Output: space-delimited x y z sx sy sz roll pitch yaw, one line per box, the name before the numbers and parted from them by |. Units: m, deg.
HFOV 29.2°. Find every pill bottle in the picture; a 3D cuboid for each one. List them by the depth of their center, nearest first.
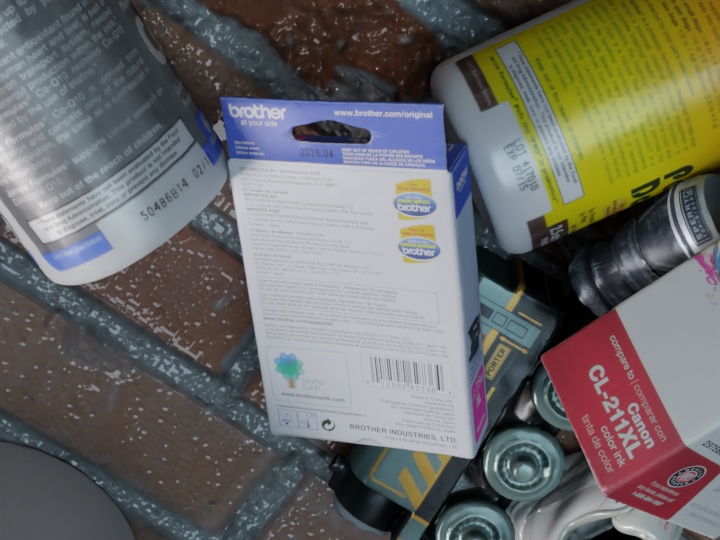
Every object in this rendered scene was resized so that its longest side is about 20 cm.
pill bottle | -0.159 -0.103 0.668 0.113 0.114 0.201 -30 112 4
pill bottle | 0.144 -0.095 0.715 0.199 0.109 0.110 -24 112 2

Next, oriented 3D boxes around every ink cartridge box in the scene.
ink cartridge box | 0.213 0.039 0.675 0.199 0.083 0.145 -36 145 22
ink cartridge box | 0.000 0.000 0.705 0.118 0.042 0.201 5 123 20

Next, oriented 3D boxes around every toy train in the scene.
toy train | 0.064 0.082 0.792 0.113 0.085 0.201 30 108 -4

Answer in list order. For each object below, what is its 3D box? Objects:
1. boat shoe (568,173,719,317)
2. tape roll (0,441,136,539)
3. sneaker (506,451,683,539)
boat shoe | 0.199 0.000 0.767 0.091 0.071 0.199 -27 152 35
tape roll | -0.221 0.216 0.769 0.201 0.139 0.204 -2 111 -6
sneaker | 0.176 0.122 0.807 0.078 0.099 0.200 38 102 -19
